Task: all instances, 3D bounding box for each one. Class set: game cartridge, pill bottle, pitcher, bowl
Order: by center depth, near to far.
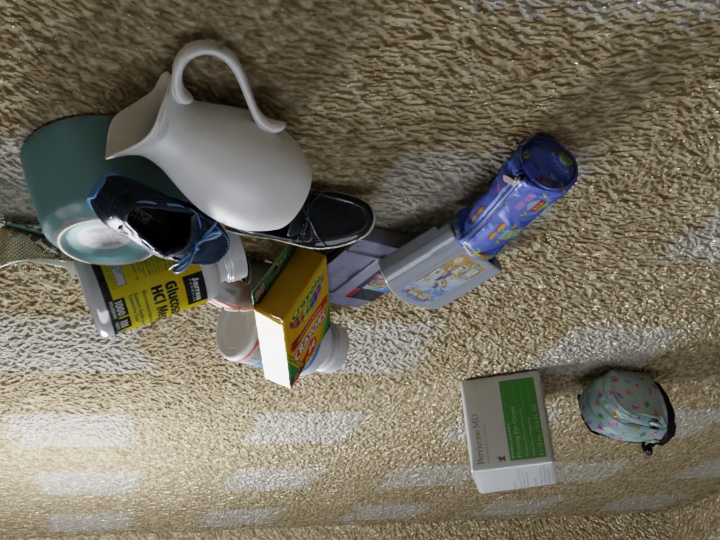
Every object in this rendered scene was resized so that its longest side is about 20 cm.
[{"bbox_3d":[-0.136,-0.136,0.944,0.200,0.122,0.171,28,127,-32],"label":"pitcher"},{"bbox_3d":[-0.284,-0.076,1.034,0.200,0.105,0.201,-5,155,-2],"label":"bowl"},{"bbox_3d":[-0.250,0.001,1.148,0.199,0.113,0.113,-20,159,-17],"label":"pill bottle"},{"bbox_3d":[0.112,0.000,1.297,0.133,0.042,0.200,-36,152,16],"label":"game cartridge"},{"bbox_3d":[0.000,0.000,1.332,0.129,0.039,0.200,15,148,-29],"label":"game cartridge"},{"bbox_3d":[-0.118,0.104,1.432,0.199,0.113,0.112,19,146,-41],"label":"pill bottle"}]

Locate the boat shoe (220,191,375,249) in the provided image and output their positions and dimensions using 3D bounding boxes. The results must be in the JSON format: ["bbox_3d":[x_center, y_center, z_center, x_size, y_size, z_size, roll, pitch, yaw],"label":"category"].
[{"bbox_3d":[-0.077,-0.067,1.123,0.199,0.075,0.062,5,178,-10],"label":"boat shoe"}]

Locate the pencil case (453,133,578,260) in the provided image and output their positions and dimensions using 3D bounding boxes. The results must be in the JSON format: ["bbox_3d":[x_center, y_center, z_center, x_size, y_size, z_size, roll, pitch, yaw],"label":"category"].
[{"bbox_3d":[0.186,-0.087,1.132,0.087,0.078,0.200,-20,163,-31],"label":"pencil case"}]

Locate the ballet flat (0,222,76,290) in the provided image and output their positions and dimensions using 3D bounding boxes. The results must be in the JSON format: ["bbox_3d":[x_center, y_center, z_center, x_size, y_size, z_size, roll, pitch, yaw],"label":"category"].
[{"bbox_3d":[-0.374,-0.010,1.183,0.199,0.076,0.068,9,174,-29],"label":"ballet flat"}]

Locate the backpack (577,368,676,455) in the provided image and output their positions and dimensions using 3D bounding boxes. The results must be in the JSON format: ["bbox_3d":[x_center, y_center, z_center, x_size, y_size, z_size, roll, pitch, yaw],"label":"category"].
[{"bbox_3d":[0.558,0.284,1.916,0.199,0.167,0.127,12,130,-26],"label":"backpack"}]

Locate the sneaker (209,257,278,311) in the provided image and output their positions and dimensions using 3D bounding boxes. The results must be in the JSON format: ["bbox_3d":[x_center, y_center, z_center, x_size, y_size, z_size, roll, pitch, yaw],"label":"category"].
[{"bbox_3d":[-0.192,0.004,1.256,0.199,0.077,0.082,2,147,-17],"label":"sneaker"}]

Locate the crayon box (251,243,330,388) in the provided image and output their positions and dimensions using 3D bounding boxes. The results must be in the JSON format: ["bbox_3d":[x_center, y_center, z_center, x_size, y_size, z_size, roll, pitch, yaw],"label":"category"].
[{"bbox_3d":[-0.094,0.058,1.271,0.051,0.127,0.200,20,144,17],"label":"crayon box"}]

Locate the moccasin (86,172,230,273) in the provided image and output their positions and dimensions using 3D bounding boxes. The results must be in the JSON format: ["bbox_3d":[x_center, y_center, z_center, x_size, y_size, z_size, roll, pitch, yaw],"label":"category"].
[{"bbox_3d":[-0.205,-0.037,0.967,0.200,0.068,0.081,20,103,-57],"label":"moccasin"}]

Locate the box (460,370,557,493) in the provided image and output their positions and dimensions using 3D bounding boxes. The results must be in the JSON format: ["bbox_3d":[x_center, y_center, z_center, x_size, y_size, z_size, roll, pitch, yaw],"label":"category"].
[{"bbox_3d":[0.310,0.340,1.905,0.170,0.200,0.200,-10,153,9],"label":"box"}]
